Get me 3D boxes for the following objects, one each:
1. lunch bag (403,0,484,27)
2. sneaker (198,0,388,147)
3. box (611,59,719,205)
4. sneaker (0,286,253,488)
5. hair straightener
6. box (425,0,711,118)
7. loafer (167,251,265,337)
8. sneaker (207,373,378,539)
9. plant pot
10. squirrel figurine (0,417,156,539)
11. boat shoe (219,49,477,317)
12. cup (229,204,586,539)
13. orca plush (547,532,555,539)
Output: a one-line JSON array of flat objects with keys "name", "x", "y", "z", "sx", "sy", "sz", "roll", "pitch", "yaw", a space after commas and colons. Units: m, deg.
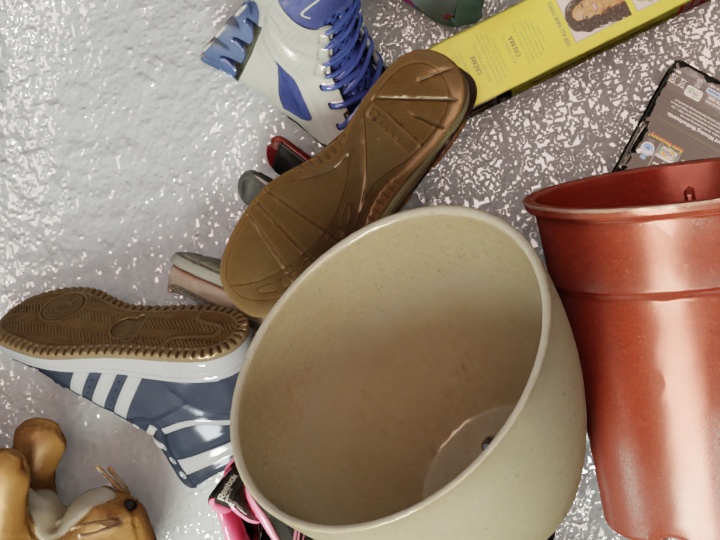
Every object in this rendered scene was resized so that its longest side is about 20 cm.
[{"name": "lunch bag", "x": 0.026, "y": -0.252, "z": 1.102, "sx": 0.121, "sy": 0.170, "sz": 0.201, "roll": -32, "pitch": 85, "yaw": -6}, {"name": "sneaker", "x": -0.019, "y": -0.143, "z": 1.111, "sx": 0.115, "sy": 0.199, "sz": 0.081, "roll": 40, "pitch": 67, "yaw": -7}, {"name": "box", "x": 0.238, "y": -0.001, "z": 1.139, "sx": 0.199, "sy": 0.048, "sz": 0.195, "roll": 29, "pitch": 94, "yaw": 5}, {"name": "sneaker", "x": -0.145, "y": 0.076, "z": 1.162, "sx": 0.198, "sy": 0.070, "sz": 0.109, "roll": 5, "pitch": 129, "yaw": 31}, {"name": "hair straightener", "x": 0.000, "y": 0.000, "z": 1.150, "sx": 0.199, "sy": 0.041, "sz": 0.077, "roll": 39, "pitch": 58, "yaw": 4}, {"name": "box", "x": 0.127, "y": -0.153, "z": 1.140, "sx": 0.198, "sy": 0.075, "sz": 0.051, "roll": -27, "pitch": 88, "yaw": 3}, {"name": "loafer", "x": -0.037, "y": 0.048, "z": 1.155, "sx": 0.198, "sy": 0.072, "sz": 0.064, "roll": 20, "pitch": 98, "yaw": 3}, {"name": "sneaker", "x": -0.047, "y": 0.120, "z": 1.067, "sx": 0.079, "sy": 0.095, "sz": 0.203, "roll": -12, "pitch": 71, "yaw": 44}, {"name": "plant pot", "x": 0.203, "y": 0.044, "z": 1.033, "sx": 0.198, "sy": 0.201, "sz": 0.198, "roll": -7, "pitch": 99, "yaw": 5}, {"name": "squirrel figurine", "x": -0.228, "y": 0.191, "z": 1.153, "sx": 0.185, "sy": 0.142, "sz": 0.202, "roll": 21, "pitch": 105, "yaw": -4}, {"name": "boat shoe", "x": -0.003, "y": -0.049, "z": 1.097, "sx": 0.072, "sy": 0.072, "sz": 0.200, "roll": 44, "pitch": 103, "yaw": 14}, {"name": "cup", "x": 0.047, "y": 0.087, "z": 1.002, "sx": 0.199, "sy": 0.143, "sz": 0.202, "roll": -21, "pitch": 46, "yaw": 23}, {"name": "orca plush", "x": 0.049, "y": 0.186, "z": 1.056, "sx": 0.199, "sy": 0.071, "sz": 0.106, "roll": -39, "pitch": 84, "yaw": 1}]
